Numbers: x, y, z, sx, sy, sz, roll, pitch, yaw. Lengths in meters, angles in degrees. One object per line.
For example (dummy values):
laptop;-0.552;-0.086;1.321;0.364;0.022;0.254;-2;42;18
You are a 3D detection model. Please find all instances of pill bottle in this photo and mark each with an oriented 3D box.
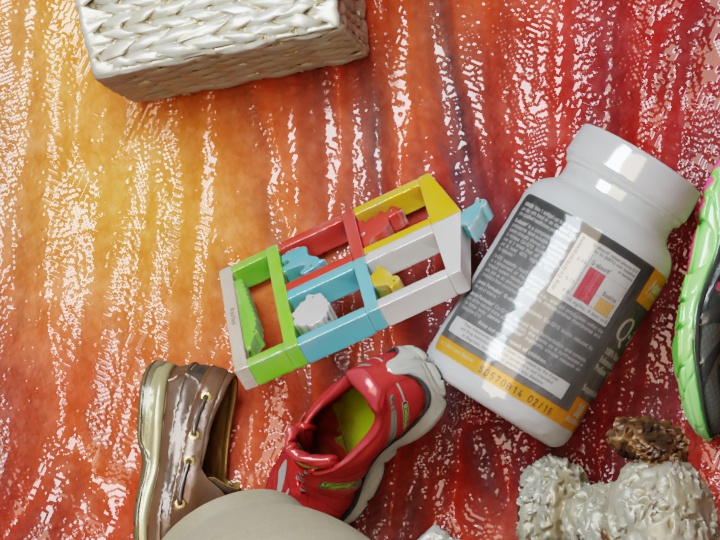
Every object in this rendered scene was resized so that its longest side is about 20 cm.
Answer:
pill bottle;0.139;0.009;1.586;0.116;0.116;0.200;32;90;13

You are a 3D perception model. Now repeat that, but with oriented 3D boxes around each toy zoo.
toy zoo;0.000;0.000;1.618;0.200;0.131;0.020;-25;123;6

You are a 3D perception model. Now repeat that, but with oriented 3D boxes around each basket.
basket;-0.097;-0.200;1.649;0.200;0.136;0.124;-11;83;9

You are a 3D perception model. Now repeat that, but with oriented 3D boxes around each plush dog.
plush dog;0.187;0.192;1.516;0.160;0.172;0.200;1;60;-2

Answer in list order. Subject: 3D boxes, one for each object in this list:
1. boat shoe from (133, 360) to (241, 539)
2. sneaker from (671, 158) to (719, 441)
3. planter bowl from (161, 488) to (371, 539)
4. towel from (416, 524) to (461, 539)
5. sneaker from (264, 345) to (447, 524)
boat shoe;-0.118;0.162;1.638;0.067;0.072;0.200;-2;80;12
sneaker;0.260;0.019;1.584;0.084;0.077;0.200;11;88;11
planter bowl;-0.063;0.231;1.543;0.200;0.200;0.135;-36;48;4
towel;0.078;0.285;1.605;0.133;0.034;0.200;-45;76;5
sneaker;-0.025;0.120;1.587;0.077;0.085;0.200;54;130;22
